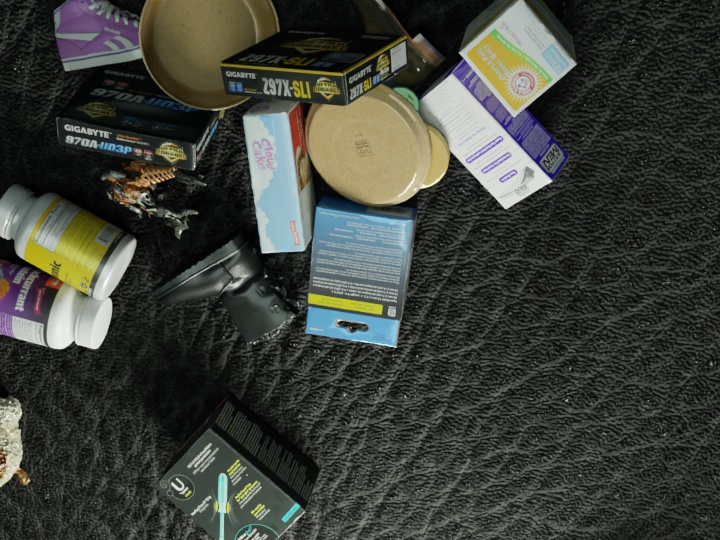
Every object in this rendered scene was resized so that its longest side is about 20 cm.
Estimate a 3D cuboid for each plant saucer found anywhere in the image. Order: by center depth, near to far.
[{"bbox_3d":[-0.211,-0.324,1.545,0.199,0.035,0.202,-5,105,-21],"label":"plant saucer"}]

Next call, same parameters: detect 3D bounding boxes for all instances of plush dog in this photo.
[{"bbox_3d":[-0.625,0.324,1.816,0.199,0.172,0.161,-28,104,17],"label":"plush dog"}]

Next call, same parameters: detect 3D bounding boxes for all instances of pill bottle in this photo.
[{"bbox_3d":[-0.449,-0.048,1.683,0.199,0.111,0.112,29,112,-2],"label":"pill bottle"},{"bbox_3d":[-0.494,0.057,1.729,0.198,0.112,0.112,14,112,3],"label":"pill bottle"}]

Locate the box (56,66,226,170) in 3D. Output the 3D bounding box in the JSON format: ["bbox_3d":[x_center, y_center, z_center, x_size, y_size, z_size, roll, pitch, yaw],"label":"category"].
[{"bbox_3d":[-0.303,-0.217,1.567,0.198,0.159,0.046,11,129,6],"label":"box"}]

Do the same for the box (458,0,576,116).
[{"bbox_3d":[0.203,-0.291,1.435,0.101,0.200,0.113,-39,100,20],"label":"box"}]

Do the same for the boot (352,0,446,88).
[{"bbox_3d":[0.015,-0.325,1.523,0.200,0.075,0.097,42,108,-9],"label":"boot"}]

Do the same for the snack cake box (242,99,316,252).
[{"bbox_3d":[-0.112,-0.138,1.591,0.067,0.115,0.202,-3,109,11],"label":"snack cake box"}]

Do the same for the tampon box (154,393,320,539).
[{"bbox_3d":[-0.192,0.330,1.772,0.200,0.126,0.150,42,111,-6],"label":"tampon box"}]

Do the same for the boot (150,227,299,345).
[{"bbox_3d":[-0.201,0.044,1.700,0.197,0.073,0.163,-30,106,18],"label":"boot"}]

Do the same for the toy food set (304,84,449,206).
[{"bbox_3d":[0.013,-0.182,1.565,0.199,0.049,0.199,-24,108,37],"label":"toy food set"}]

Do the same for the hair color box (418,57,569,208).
[{"bbox_3d":[0.177,-0.190,1.527,0.200,0.065,0.109,47,147,-8],"label":"hair color box"}]

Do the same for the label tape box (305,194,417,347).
[{"bbox_3d":[0.000,0.000,1.651,0.143,0.063,0.201,9,111,6],"label":"label tape box"}]

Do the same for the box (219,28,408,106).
[{"bbox_3d":[-0.061,-0.271,1.473,0.199,0.160,0.050,11,124,31],"label":"box"}]

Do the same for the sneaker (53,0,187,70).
[{"bbox_3d":[-0.343,-0.352,1.575,0.199,0.073,0.115,-6,106,12],"label":"sneaker"}]

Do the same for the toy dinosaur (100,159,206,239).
[{"bbox_3d":[-0.303,-0.115,1.608,0.135,0.200,0.103,22,94,-23],"label":"toy dinosaur"}]
